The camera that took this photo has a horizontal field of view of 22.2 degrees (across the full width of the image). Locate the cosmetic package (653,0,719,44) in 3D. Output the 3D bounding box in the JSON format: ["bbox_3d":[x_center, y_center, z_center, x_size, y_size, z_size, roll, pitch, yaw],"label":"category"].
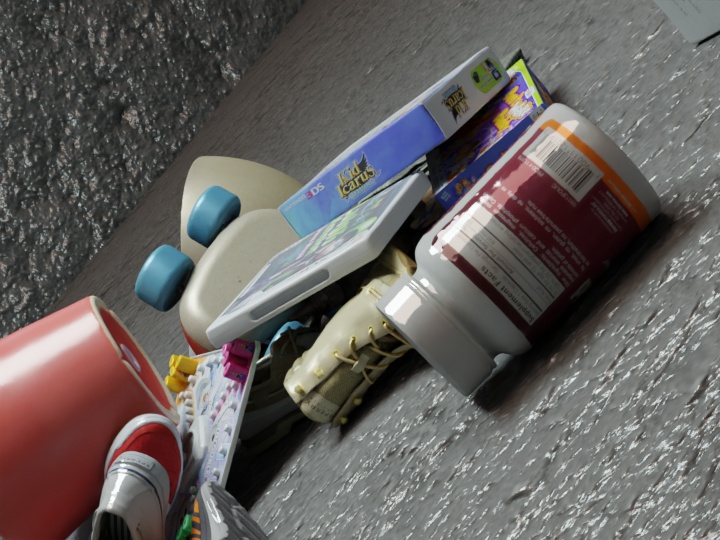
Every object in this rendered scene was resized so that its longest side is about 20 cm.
[{"bbox_3d":[0.319,-0.282,1.519,0.081,0.113,0.200,-51,11,-29],"label":"cosmetic package"}]

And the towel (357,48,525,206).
[{"bbox_3d":[0.094,-0.150,2.045,0.192,0.035,0.200,-33,16,36],"label":"towel"}]

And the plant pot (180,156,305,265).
[{"bbox_3d":[-0.102,-0.028,1.987,0.133,0.202,0.201,-4,26,13],"label":"plant pot"}]

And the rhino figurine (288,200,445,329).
[{"bbox_3d":[0.000,0.000,1.725,0.200,0.060,0.087,-38,6,-37],"label":"rhino figurine"}]

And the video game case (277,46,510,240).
[{"bbox_3d":[0.035,-0.124,1.786,0.199,0.046,0.181,-34,5,34],"label":"video game case"}]

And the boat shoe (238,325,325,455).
[{"bbox_3d":[-0.055,0.089,1.665,0.200,0.068,0.075,-40,14,23],"label":"boat shoe"}]

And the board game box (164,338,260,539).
[{"bbox_3d":[-0.159,0.166,1.672,0.200,0.026,0.202,-18,55,66],"label":"board game box"}]

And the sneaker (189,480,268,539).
[{"bbox_3d":[-0.130,0.239,1.416,0.112,0.078,0.200,-43,13,6],"label":"sneaker"}]

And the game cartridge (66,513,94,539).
[{"bbox_3d":[-0.263,0.239,1.789,0.200,0.040,0.134,-53,22,41],"label":"game cartridge"}]

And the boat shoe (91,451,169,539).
[{"bbox_3d":[-0.190,0.232,1.457,0.067,0.073,0.202,-59,-24,-46],"label":"boat shoe"}]

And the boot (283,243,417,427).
[{"bbox_3d":[0.010,0.067,1.520,0.156,0.073,0.200,-49,19,4],"label":"boot"}]

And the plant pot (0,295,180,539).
[{"bbox_3d":[-0.273,0.130,1.657,0.177,0.201,0.200,-36,13,0],"label":"plant pot"}]

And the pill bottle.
[{"bbox_3d":[0.113,-0.012,1.332,0.200,0.114,0.114,-46,12,-1],"label":"pill bottle"}]

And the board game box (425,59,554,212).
[{"bbox_3d":[0.129,-0.126,1.778,0.134,0.045,0.200,-40,14,11],"label":"board game box"}]

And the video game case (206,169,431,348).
[{"bbox_3d":[-0.035,-0.013,1.652,0.181,0.023,0.200,-30,9,24],"label":"video game case"}]

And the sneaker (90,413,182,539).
[{"bbox_3d":[-0.198,0.230,1.570,0.113,0.070,0.202,-103,30,-65],"label":"sneaker"}]

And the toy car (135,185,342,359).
[{"bbox_3d":[-0.115,0.053,1.859,0.177,0.183,0.201,-53,-14,-32],"label":"toy car"}]

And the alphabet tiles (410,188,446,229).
[{"bbox_3d":[0.058,-0.048,1.876,0.200,0.008,0.168,-39,14,32],"label":"alphabet tiles"}]
